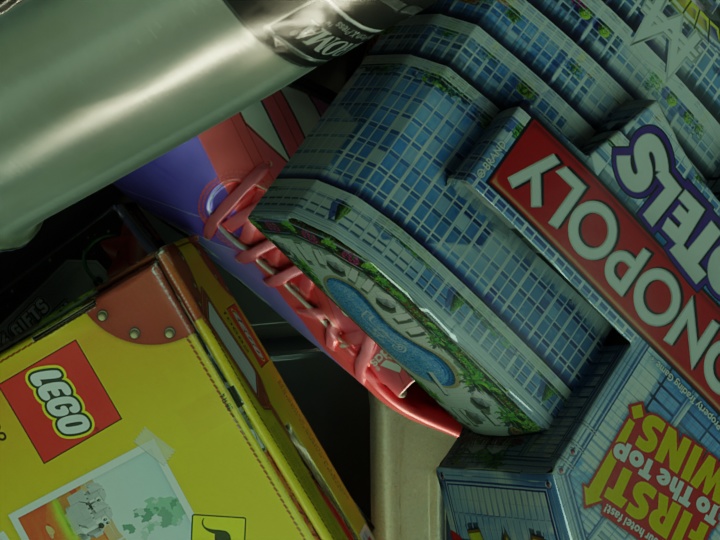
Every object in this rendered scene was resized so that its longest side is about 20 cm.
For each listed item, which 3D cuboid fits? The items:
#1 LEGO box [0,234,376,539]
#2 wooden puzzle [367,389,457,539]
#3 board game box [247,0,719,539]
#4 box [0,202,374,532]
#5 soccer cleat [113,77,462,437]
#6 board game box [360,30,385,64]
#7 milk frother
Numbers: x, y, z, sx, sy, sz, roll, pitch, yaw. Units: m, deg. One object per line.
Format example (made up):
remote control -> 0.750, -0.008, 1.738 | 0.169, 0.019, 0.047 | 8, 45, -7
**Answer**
LEGO box -> -0.067, 0.113, 0.695 | 0.149, 0.077, 0.200 | -30, 91, 6
wooden puzzle -> 0.094, 0.118, 0.811 | 0.185, 0.046, 0.200 | -4, 93, -23
board game box -> 0.074, 0.011, 0.685 | 0.200, 0.062, 0.200 | 44, 67, -22
box -> -0.115, 0.090, 0.757 | 0.200, 0.040, 0.137 | -36, 90, 6
soccer cleat -> 0.000, 0.000, 0.734 | 0.200, 0.073, 0.068 | 31, 124, -12
board game box -> 0.105, -0.066, 0.757 | 0.200, 0.030, 0.096 | 15, 115, -9
milk frother -> -0.074, -0.142, 0.626 | 0.188, 0.200, 0.180 | -27, 150, 18
